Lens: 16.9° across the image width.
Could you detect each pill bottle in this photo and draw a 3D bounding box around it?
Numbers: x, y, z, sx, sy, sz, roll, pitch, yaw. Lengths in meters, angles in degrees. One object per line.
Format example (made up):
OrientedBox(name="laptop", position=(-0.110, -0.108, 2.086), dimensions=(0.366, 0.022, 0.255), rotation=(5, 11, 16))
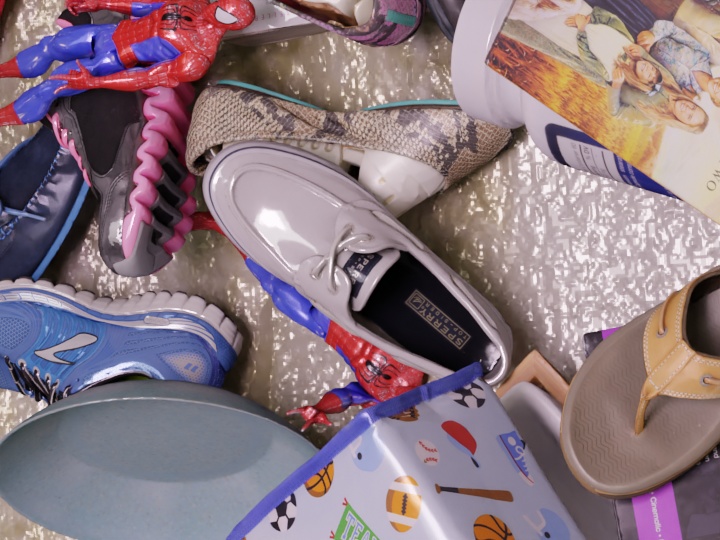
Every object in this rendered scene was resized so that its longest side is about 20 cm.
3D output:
OrientedBox(name="pill bottle", position=(0.156, -0.101, 1.279), dimensions=(0.200, 0.116, 0.116), rotation=(19, 100, 27))

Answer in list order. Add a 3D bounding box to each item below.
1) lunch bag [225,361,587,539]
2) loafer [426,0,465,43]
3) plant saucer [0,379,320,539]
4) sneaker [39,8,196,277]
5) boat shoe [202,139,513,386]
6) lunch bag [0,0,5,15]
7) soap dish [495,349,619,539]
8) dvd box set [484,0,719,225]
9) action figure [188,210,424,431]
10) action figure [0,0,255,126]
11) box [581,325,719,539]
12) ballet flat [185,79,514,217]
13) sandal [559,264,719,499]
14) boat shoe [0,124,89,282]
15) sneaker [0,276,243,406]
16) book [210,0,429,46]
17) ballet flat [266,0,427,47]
OrientedBox(name="lunch bag", position=(0.023, 0.172, 1.260), dimensions=(0.200, 0.124, 0.170), rotation=(-44, 72, 38))
OrientedBox(name="loafer", position=(0.060, -0.225, 1.358), dimensions=(0.072, 0.073, 0.200), rotation=(-10, 87, 25))
OrientedBox(name="plant saucer", position=(-0.114, 0.107, 1.409), dimensions=(0.201, 0.201, 0.039), rotation=(-19, 53, 28))
OrientedBox(name="sneaker", position=(-0.149, -0.083, 1.441), dimensions=(0.095, 0.079, 0.200), rotation=(-6, 60, 12))
OrientedBox(name="boat shoe", position=(0.000, 0.000, 1.328), dimensions=(0.200, 0.066, 0.072), rotation=(41, 92, -7))
OrientedBox(name="lunch bag", position=(-0.280, -0.191, 1.496), dimensions=(0.082, 0.176, 0.200), rotation=(49, 134, 28))
OrientedBox(name="soap dish", position=(0.092, 0.168, 1.340), dimensions=(0.157, 0.081, 0.200), rotation=(48, 112, 20))
OrientedBox(name="dvd box set", position=(0.170, -0.109, 1.178), dimensions=(0.200, 0.029, 0.146), rotation=(37, 121, 20))
OrientedBox(name="action figure", position=(-0.034, 0.021, 1.403), dimensions=(0.200, 0.099, 0.065), rotation=(44, 112, 19))
OrientedBox(name="action figure", position=(-0.151, -0.125, 1.400), dimensions=(0.200, 0.052, 0.065), rotation=(-13, 54, 19))
OrientedBox(name="box", position=(0.224, 0.084, 1.240), dimensions=(0.200, 0.036, 0.143), rotation=(-12, 72, 11))
OrientedBox(name="ballet flat", position=(-0.011, -0.063, 1.393), dimensions=(0.200, 0.068, 0.075), rotation=(7, 67, 24))
OrientedBox(name="sandal", position=(0.182, 0.035, 1.217), dimensions=(0.200, 0.054, 0.080), rotation=(-35, 69, 2))
OrientedBox(name="boat shoe", position=(-0.228, -0.024, 1.509), dimensions=(0.200, 0.069, 0.084), rotation=(-58, 24, 15))
OrientedBox(name="sneaker", position=(-0.174, 0.060, 1.466), dimensions=(0.200, 0.079, 0.089), rotation=(0, 54, 25))
OrientedBox(name="book", position=(-0.028, -0.242, 1.425), dimensions=(0.133, 0.048, 0.200), rotation=(-8, 86, 25))
OrientedBox(name="ballet flat", position=(-0.055, -0.183, 1.372), dimensions=(0.200, 0.071, 0.069), rotation=(28, 99, 22))
